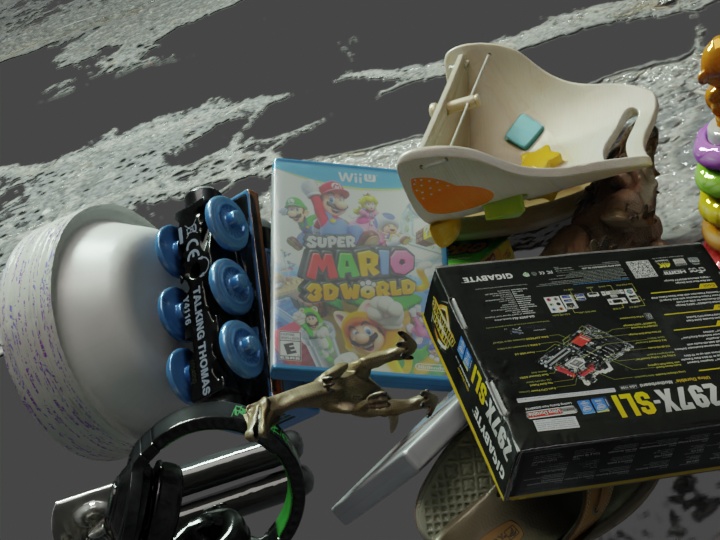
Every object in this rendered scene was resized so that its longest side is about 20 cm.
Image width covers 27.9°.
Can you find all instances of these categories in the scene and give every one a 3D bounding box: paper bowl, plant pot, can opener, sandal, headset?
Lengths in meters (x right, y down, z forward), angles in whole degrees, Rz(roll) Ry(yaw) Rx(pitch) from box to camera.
[{"bbox_3d":[-0.190,0.045,1.174,0.103,0.202,0.201,-19,24,29],"label":"paper bowl"},{"bbox_3d":[0.121,-0.060,1.268,0.197,0.028,0.200,-10,15,3],"label":"plant pot"},{"bbox_3d":[-0.132,0.167,1.071,0.197,0.054,0.067,-18,2,-1],"label":"can opener"},{"bbox_3d":[0.118,0.132,0.888,0.199,0.054,0.080,-37,58,-20],"label":"sandal"},{"bbox_3d":[-0.126,0.173,0.992,0.200,0.123,0.094,-47,20,8],"label":"headset"}]

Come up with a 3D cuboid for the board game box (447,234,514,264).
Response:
[{"bbox_3d":[0.042,0.018,1.199,0.095,0.030,0.200,4,35,47],"label":"board game box"}]

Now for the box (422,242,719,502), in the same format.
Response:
[{"bbox_3d":[0.155,0.057,0.897,0.197,0.050,0.161,-6,44,-17],"label":"box"}]

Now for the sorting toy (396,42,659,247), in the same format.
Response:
[{"bbox_3d":[0.141,-0.099,1.129,0.177,0.108,0.201,-6,30,20],"label":"sorting toy"}]

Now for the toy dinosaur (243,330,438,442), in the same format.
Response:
[{"bbox_3d":[-0.002,0.081,0.986,0.100,0.059,0.199,-16,-11,31],"label":"toy dinosaur"}]

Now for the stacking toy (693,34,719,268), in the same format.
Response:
[{"bbox_3d":[0.271,-0.072,1.005,0.115,0.202,0.110,-29,26,-10],"label":"stacking toy"}]

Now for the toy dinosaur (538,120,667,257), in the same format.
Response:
[{"bbox_3d":[0.182,-0.022,1.130,0.199,0.086,0.135,-35,27,-12],"label":"toy dinosaur"}]

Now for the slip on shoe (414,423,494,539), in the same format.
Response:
[{"bbox_3d":[0.107,0.114,0.967,0.200,0.074,0.061,-46,-2,-27],"label":"slip on shoe"}]

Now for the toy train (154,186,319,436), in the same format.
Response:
[{"bbox_3d":[-0.097,0.032,1.138,0.086,0.114,0.203,-26,59,31],"label":"toy train"}]

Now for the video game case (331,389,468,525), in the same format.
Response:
[{"bbox_3d":[0.072,0.090,0.998,0.200,0.018,0.143,-41,-5,-31],"label":"video game case"}]

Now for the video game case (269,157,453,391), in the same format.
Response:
[{"bbox_3d":[0.000,0.000,1.131,0.141,0.018,0.202,5,53,-9],"label":"video game case"}]

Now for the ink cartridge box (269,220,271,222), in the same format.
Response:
[{"bbox_3d":[-0.086,0.010,1.288,0.116,0.067,0.199,-41,21,-32],"label":"ink cartridge box"}]

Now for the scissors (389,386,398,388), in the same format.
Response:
[{"bbox_3d":[0.002,0.064,1.200,0.198,0.014,0.073,6,39,47],"label":"scissors"}]
